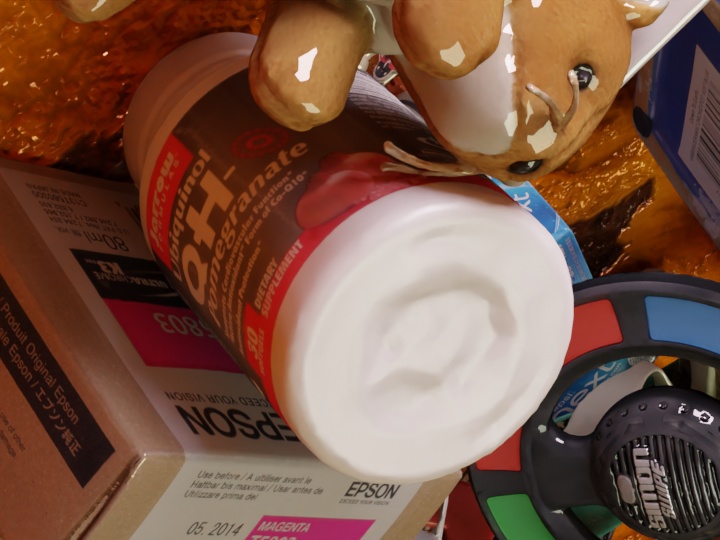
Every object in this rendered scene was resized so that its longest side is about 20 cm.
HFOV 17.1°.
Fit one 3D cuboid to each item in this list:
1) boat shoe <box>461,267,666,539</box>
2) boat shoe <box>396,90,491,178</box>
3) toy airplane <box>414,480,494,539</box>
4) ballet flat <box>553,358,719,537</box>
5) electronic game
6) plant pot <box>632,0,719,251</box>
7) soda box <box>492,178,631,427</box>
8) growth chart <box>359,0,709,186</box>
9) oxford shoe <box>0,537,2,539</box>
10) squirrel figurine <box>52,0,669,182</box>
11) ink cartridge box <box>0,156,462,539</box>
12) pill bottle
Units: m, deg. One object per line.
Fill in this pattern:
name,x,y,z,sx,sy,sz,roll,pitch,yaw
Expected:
boat shoe,0.122,0.098,1.301,0.200,0.093,0.075,-50,148,18
boat shoe,0.000,0.000,1.066,0.066,0.072,0.200,-24,155,-33
toy airplane,-0.035,0.151,1.150,0.199,0.141,0.200,-23,166,10
ballet flat,0.162,0.070,1.205,0.200,0.067,0.070,-27,134,-28
electronic game,0.144,0.090,1.099,0.200,0.200,0.042,-63,175,35
plant pot,0.235,-0.092,1.078,0.180,0.200,0.200,-22,147,-15
soda box,0.079,0.020,1.174,0.064,0.068,0.200,-38,150,-3
growth chart,0.070,-0.104,0.902,0.018,0.200,0.145,39,93,-26
oxford shoe,-0.107,0.139,1.049,0.075,0.200,0.070,-52,-173,34
squirrel figurine,0.016,-0.126,0.780,0.142,0.200,0.187,-34,131,31
ink cartridge box,-0.077,0.043,0.938,0.075,0.165,0.200,-51,149,20
pill bottle,-0.015,-0.015,0.878,0.111,0.200,0.111,-12,120,-22
